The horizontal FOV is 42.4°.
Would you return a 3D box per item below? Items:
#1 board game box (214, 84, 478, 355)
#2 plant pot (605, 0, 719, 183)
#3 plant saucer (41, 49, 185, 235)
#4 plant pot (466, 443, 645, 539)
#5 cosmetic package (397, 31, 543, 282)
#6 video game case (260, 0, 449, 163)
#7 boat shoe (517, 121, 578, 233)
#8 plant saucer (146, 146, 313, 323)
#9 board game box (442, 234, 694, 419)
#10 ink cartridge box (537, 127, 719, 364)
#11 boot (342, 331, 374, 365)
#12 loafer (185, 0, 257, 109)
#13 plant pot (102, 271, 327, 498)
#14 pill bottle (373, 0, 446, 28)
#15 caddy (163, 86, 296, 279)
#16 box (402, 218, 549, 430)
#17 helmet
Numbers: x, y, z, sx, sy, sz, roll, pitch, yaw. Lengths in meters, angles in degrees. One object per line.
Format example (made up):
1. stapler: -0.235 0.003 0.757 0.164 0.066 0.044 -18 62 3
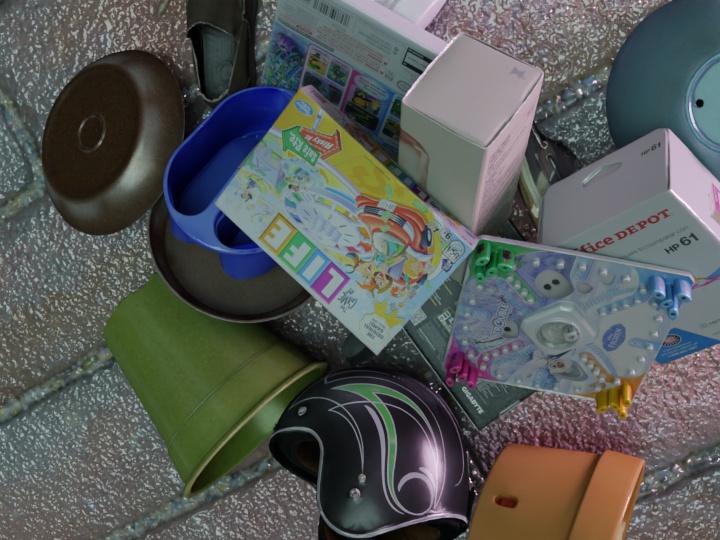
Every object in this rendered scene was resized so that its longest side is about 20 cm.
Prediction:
1. board game box: -0.014 -0.043 0.814 0.200 0.034 0.135 42 113 1
2. plant pot: 0.334 -0.159 0.858 0.197 0.135 0.204 2 102 10
3. plant saucer: -0.270 -0.139 0.969 0.198 0.037 0.204 -6 77 29
4. plant pot: 0.195 0.266 0.952 0.138 0.199 0.203 19 105 22
5. cosmetic package: 0.090 -0.095 0.833 0.087 0.201 0.104 31 61 17
6. video game case: 0.000 -0.187 0.907 0.198 0.024 0.183 30 148 2
7. boat shoe: 0.187 -0.100 0.931 0.064 0.072 0.202 -21 100 7
8. plant saucer: -0.121 -0.034 0.964 0.197 0.035 0.203 5 64 -11
9. board game box: 0.187 0.061 0.880 0.197 0.026 0.202 10 138 3
10. ink cartridge box: 0.279 -0.016 0.860 0.199 0.085 0.144 38 135 -24
11. boot: 0.000 0.000 0.914 0.131 0.070 0.201 42 137 5
12. loafer: -0.144 -0.261 0.951 0.072 0.071 0.203 -5 101 11
13. plant pot: -0.169 0.100 0.988 0.190 0.200 0.200 46 105 12
14. pill bottle: -0.014 -0.304 0.898 0.200 0.113 0.114 42 105 -1
15. caddy: -0.105 -0.091 0.916 0.140 0.105 0.201 33 63 6
16. box: 0.130 0.043 0.979 0.159 0.049 0.201 -37 93 12
17. helmet: 0.010 0.195 0.959 0.198 0.200 0.193 -27 58 14
